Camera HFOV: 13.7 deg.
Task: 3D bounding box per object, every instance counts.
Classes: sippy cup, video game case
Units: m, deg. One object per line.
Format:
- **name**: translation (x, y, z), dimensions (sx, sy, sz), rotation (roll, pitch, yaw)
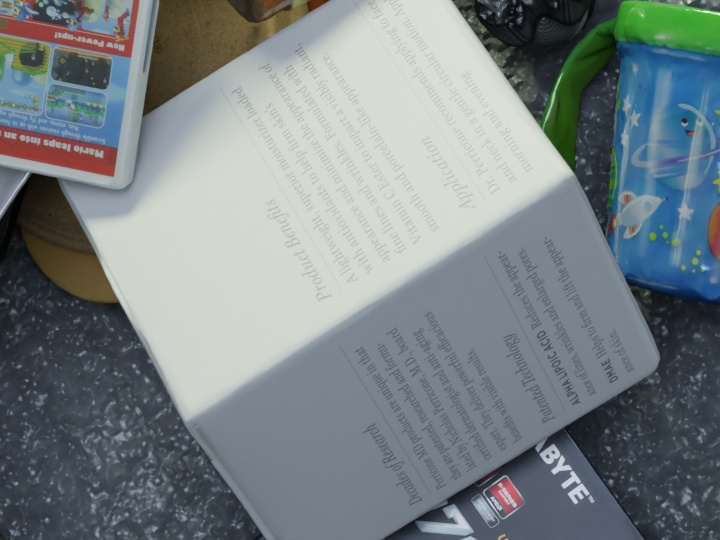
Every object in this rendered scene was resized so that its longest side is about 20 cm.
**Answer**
- **sippy cup**: translation (0.174, -0.050, 1.407), dimensions (0.139, 0.178, 0.131), rotation (12, 92, -20)
- **video game case**: translation (-0.154, -0.147, 1.318), dimensions (0.142, 0.017, 0.201), rotation (12, 100, 11)

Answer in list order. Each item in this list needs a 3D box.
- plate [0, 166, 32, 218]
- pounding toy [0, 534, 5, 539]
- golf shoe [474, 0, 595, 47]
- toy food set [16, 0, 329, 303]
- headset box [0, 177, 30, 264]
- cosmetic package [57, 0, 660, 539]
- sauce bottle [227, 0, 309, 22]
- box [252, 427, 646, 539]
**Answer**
- **plate**: translation (-0.235, -0.073, 1.386), dimensions (0.200, 0.032, 0.200), rotation (35, 93, 18)
- **pounding toy**: translation (-0.247, 0.105, 1.372), dimensions (0.142, 0.200, 0.184), rotation (-44, 79, 5)
- **golf shoe**: translation (0.071, -0.205, 1.458), dimensions (0.077, 0.094, 0.201), rotation (-11, 86, 19)
- **toy food set**: translation (-0.109, -0.100, 1.471), dimensions (0.198, 0.049, 0.200), rotation (-37, 72, 10)
- **headset box**: translation (-0.250, -0.104, 1.453), dimensions (0.199, 0.075, 0.149), rotation (18, 89, 20)
- **cosmetic package**: translation (0.000, 0.000, 1.367), dimensions (0.199, 0.165, 0.165), rotation (-31, 52, 0)
- **sauce bottle**: translation (0.023, -0.181, 1.366), dimensions (0.199, 0.066, 0.066), rotation (-27, 78, -16)
- **box**: translation (0.067, 0.167, 1.414), dimensions (0.159, 0.046, 0.200), rotation (-35, 78, -1)
